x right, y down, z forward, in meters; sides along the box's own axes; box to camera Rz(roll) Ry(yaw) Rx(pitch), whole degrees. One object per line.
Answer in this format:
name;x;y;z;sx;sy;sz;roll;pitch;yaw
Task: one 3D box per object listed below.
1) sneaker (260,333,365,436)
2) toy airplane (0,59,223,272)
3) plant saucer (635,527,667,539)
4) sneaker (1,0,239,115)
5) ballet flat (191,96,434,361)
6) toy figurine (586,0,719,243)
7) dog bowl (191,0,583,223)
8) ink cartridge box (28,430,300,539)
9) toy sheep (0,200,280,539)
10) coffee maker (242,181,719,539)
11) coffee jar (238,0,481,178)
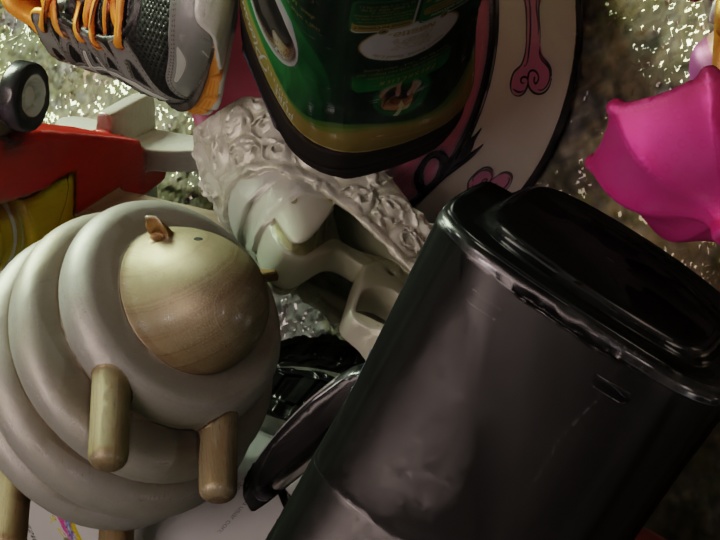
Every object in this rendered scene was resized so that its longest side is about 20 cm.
sneaker;0.034;0.092;0.832;0.199;0.074;0.080;19;134;33
toy airplane;-0.150;-0.023;0.902;0.200;0.197;0.143;-167;85;-67
plant saucer;0.121;0.220;0.689;0.199;0.037;0.201;26;94;37
sneaker;-0.104;-0.115;0.822;0.200;0.077;0.079;12;90;66
ballet flat;0.000;0.000;0.777;0.199;0.072;0.072;38;116;10
toy figurine;0.132;-0.103;0.661;0.149;0.200;0.186;6;102;13
dog bowl;0.000;-0.107;0.848;0.199;0.073;0.202;1;91;42
ink cartridge box;-0.083;0.137;0.874;0.199;0.085;0.145;17;138;39
toy sheep;-0.101;0.046;0.765;0.200;0.137;0.139;-35;68;42
coffee maker;0.042;0.087;0.649;0.201;0.134;0.192;-62;12;20
coffee jar;0.004;-0.120;0.685;0.200;0.085;0.105;103;147;-64
